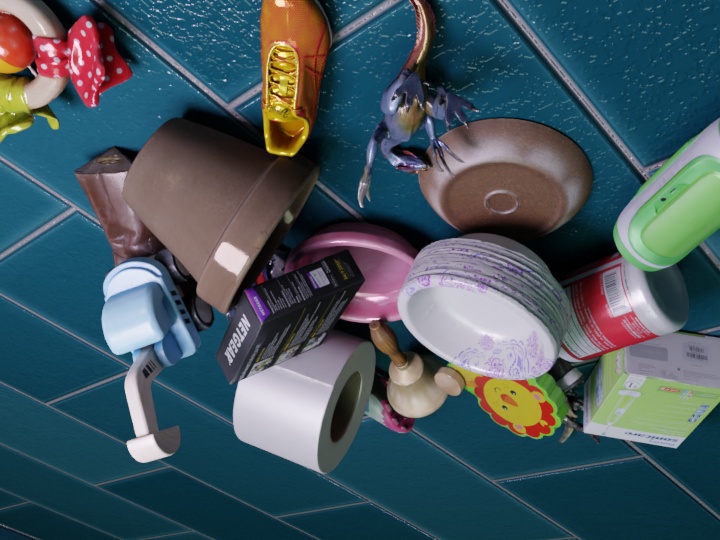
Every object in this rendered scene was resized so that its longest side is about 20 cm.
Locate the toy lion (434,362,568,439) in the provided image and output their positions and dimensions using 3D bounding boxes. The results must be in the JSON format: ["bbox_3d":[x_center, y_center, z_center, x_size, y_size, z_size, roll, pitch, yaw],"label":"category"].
[{"bbox_3d":[0.206,0.150,1.196,0.191,0.069,0.201,29,144,20],"label":"toy lion"}]

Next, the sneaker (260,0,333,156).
[{"bbox_3d":[-0.067,-0.194,0.847,0.072,0.078,0.201,9,144,6],"label":"sneaker"}]

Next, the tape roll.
[{"bbox_3d":[-0.079,0.178,1.248,0.138,0.204,0.204,17,149,19],"label":"tape roll"}]

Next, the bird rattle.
[{"bbox_3d":[-0.349,-0.218,0.878,0.199,0.113,0.163,-24,116,36],"label":"bird rattle"}]

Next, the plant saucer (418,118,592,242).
[{"bbox_3d":[0.163,-0.089,0.969,0.198,0.037,0.201,8,145,6],"label":"plant saucer"}]

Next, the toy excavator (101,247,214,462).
[{"bbox_3d":[-0.244,0.092,0.971,0.099,0.200,0.196,-17,107,17],"label":"toy excavator"}]

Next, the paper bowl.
[{"bbox_3d":[0.152,0.034,1.014,0.199,0.105,0.201,21,152,12],"label":"paper bowl"}]

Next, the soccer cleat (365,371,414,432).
[{"bbox_3d":[0.013,0.203,1.412,0.086,0.070,0.200,-9,137,42],"label":"soccer cleat"}]

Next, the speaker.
[{"bbox_3d":[0.351,-0.079,0.887,0.088,0.089,0.200,18,145,-11],"label":"speaker"}]

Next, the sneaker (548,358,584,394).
[{"bbox_3d":[0.248,0.160,1.270,0.091,0.066,0.200,56,149,7],"label":"sneaker"}]

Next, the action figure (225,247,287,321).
[{"bbox_3d":[-0.191,-0.020,1.148,0.191,0.105,0.202,0,118,4],"label":"action figure"}]

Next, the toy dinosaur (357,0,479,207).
[{"bbox_3d":[0.059,-0.161,0.881,0.104,0.203,0.181,6,-177,-12],"label":"toy dinosaur"}]

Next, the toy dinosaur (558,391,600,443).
[{"bbox_3d":[0.347,0.236,1.374,0.087,0.048,0.201,10,148,32],"label":"toy dinosaur"}]

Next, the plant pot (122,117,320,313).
[{"bbox_3d":[-0.167,-0.081,0.963,0.174,0.201,0.200,34,143,-2],"label":"plant pot"}]

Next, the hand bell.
[{"bbox_3d":[0.056,0.126,1.236,0.103,0.105,0.200,-5,145,21],"label":"hand bell"}]

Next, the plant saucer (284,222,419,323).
[{"bbox_3d":[0.000,0.000,1.123,0.198,0.051,0.201,6,148,4],"label":"plant saucer"}]

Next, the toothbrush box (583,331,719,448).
[{"bbox_3d":[0.418,0.170,1.224,0.144,0.087,0.201,8,145,3],"label":"toothbrush box"}]

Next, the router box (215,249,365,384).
[{"bbox_3d":[-0.093,0.062,1.070,0.148,0.051,0.200,-22,162,-30],"label":"router box"}]

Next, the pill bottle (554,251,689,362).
[{"bbox_3d":[0.295,0.048,1.060,0.112,0.113,0.199,33,141,-29],"label":"pill bottle"}]

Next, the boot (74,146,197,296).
[{"bbox_3d":[-0.251,-0.055,1.053,0.184,0.064,0.202,-3,116,16],"label":"boot"}]
